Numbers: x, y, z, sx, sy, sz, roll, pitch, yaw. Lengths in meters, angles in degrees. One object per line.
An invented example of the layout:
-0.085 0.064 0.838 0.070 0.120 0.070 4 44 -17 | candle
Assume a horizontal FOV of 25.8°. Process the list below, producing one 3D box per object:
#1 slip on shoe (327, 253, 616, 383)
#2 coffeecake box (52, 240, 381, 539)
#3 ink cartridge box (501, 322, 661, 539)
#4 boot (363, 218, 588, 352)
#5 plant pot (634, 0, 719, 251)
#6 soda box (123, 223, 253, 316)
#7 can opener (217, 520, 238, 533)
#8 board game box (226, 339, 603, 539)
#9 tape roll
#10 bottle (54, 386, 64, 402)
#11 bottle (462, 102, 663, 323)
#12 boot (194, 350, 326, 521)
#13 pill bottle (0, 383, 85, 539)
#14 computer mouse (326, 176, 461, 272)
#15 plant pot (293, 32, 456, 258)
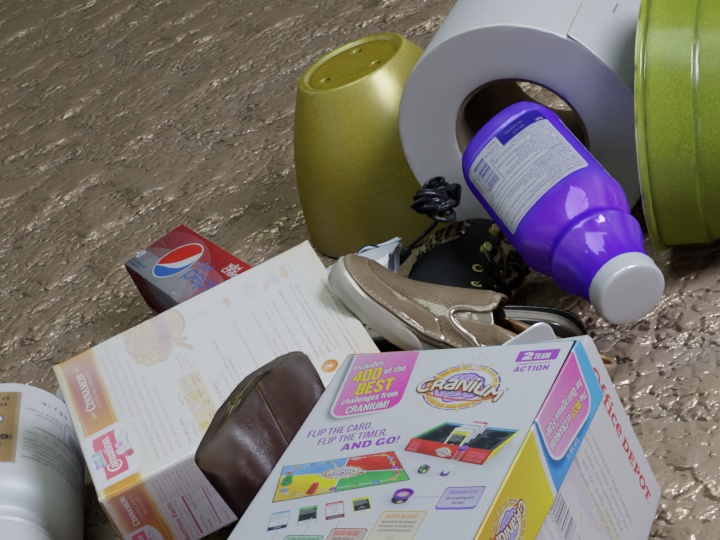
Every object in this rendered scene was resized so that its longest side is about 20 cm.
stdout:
0.073 0.037 1.028 0.061 0.200 0.076 -60 -15 16 | slip on shoe
-0.089 0.085 1.055 0.200 0.073 0.154 -26 37 -6 | coffeecake box
0.079 0.137 0.894 0.125 0.129 0.200 -10 31 31 | ink cartridge box
0.092 0.024 1.155 0.200 0.073 0.151 -11 29 37 | boot
0.305 -0.114 1.112 0.192 0.201 0.201 0 34 20 | plant pot
-0.129 0.024 1.351 0.070 0.064 0.200 -34 29 -15 | soda box
-0.042 0.146 1.068 0.199 0.053 0.067 -3 33 37 | can opener
0.020 0.116 0.796 0.153 0.040 0.200 -6 34 36 | board game box
0.145 -0.137 1.249 0.202 0.203 0.139 -9 30 29 | tape roll
-0.156 0.107 1.208 0.200 0.066 0.083 0 3 42 | bottle
0.142 -0.039 1.092 0.084 0.065 0.200 -44 39 9 | bottle
-0.050 0.166 0.872 0.064 0.200 0.186 -3 34 38 | boot
-0.256 0.176 1.130 0.114 0.115 0.200 -24 27 3 | pill bottle
0.000 0.000 1.214 0.200 0.044 0.110 -46 5 14 | computer mouse
0.019 -0.125 1.403 0.199 0.142 0.200 -20 28 11 | plant pot
